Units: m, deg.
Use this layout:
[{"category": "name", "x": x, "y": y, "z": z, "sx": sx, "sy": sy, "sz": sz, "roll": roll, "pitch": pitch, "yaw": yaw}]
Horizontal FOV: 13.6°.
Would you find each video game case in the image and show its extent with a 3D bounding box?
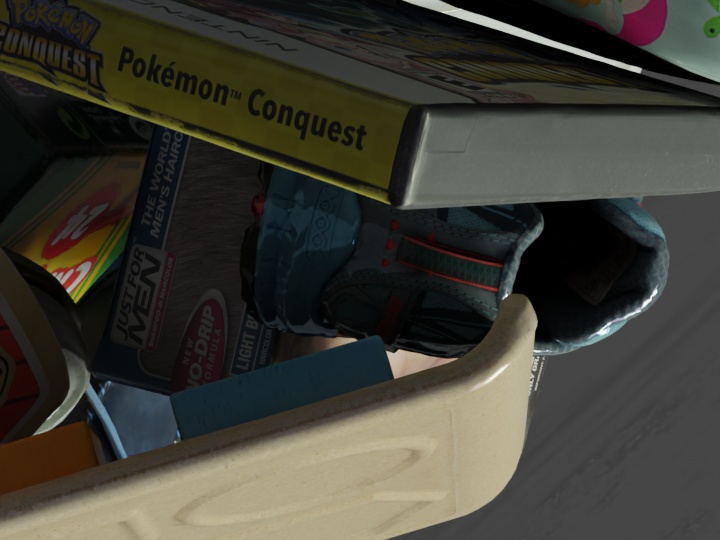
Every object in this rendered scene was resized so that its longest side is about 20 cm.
[{"category": "video game case", "x": -0.013, "y": -0.055, "z": 0.770, "sx": 0.200, "sy": 0.180, "sz": 0.026, "roll": -5, "pitch": 112, "yaw": -60}]

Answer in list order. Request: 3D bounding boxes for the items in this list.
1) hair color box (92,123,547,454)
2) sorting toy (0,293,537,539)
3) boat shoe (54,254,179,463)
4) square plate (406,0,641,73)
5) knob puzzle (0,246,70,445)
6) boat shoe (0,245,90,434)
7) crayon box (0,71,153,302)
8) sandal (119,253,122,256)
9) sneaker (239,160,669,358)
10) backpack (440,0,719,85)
[{"category": "hair color box", "x": 0.000, "y": 0.000, "z": 0.940, "sx": 0.200, "sy": 0.060, "sz": 0.101, "roll": 14, "pitch": 89, "yaw": -64}, {"category": "sorting toy", "x": -0.050, "y": 0.061, "z": 0.772, "sx": 0.199, "sy": 0.037, "sz": 0.185, "roll": -21, "pitch": 167, "yaw": -3}, {"category": "boat shoe", "x": -0.087, "y": 0.096, "z": 0.995, "sx": 0.084, "sy": 0.068, "sz": 0.201, "roll": 14, "pitch": 96, "yaw": -53}, {"category": "square plate", "x": 0.017, "y": -0.056, "z": 1.038, "sx": 0.197, "sy": 0.029, "sz": 0.200, "roll": -11, "pitch": 150, "yaw": -17}, {"category": "knob puzzle", "x": -0.152, "y": 0.052, "z": 0.719, "sx": 0.219, "sy": 0.030, "sz": 0.220, "roll": -27, "pitch": 147, "yaw": -19}, {"category": "boat shoe", "x": -0.142, "y": 0.033, "z": 0.802, "sx": 0.199, "sy": 0.068, "sz": 0.075, "roll": 5, "pitch": 127, "yaw": -50}, {"category": "crayon box", "x": -0.147, "y": 0.018, "z": 0.929, "sx": 0.200, "sy": 0.051, "sz": 0.127, "roll": -47, "pitch": 169, "yaw": 15}, {"category": "sandal", "x": -0.115, "y": 0.055, "z": 1.039, "sx": 0.075, "sy": 0.048, "sz": 0.202, "roll": -11, "pitch": 114, "yaw": -45}, {"category": "sneaker", "x": 0.044, "y": -0.002, "z": 0.845, "sx": 0.200, "sy": 0.095, "sz": 0.080, "roll": -12, "pitch": 116, "yaw": -65}, {"category": "backpack", "x": 0.085, "y": -0.128, "z": 0.845, "sx": 0.177, "sy": 0.199, "sz": 0.151, "roll": -22, "pitch": 136, "yaw": -59}]
